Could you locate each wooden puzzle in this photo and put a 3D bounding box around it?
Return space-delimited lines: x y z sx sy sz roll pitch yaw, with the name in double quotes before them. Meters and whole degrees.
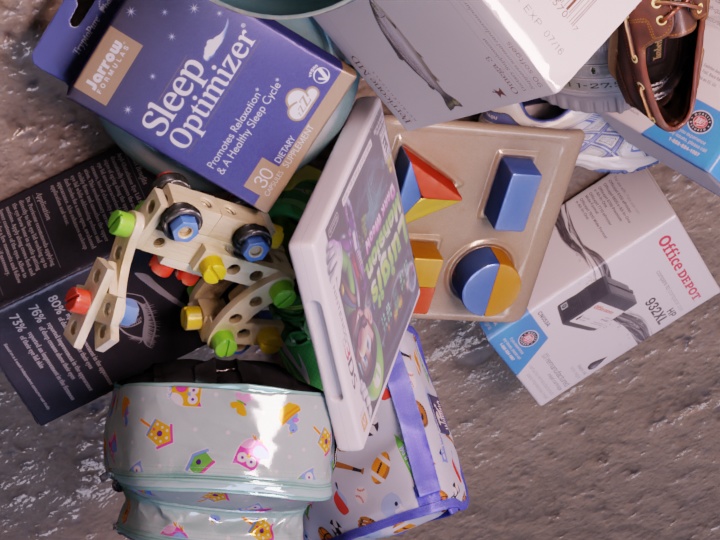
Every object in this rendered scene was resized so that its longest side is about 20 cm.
"wooden puzzle" 0.077 -0.032 1.635 0.199 0.046 0.186 0 123 -25

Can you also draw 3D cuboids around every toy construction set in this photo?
"toy construction set" -0.127 0.004 1.469 0.200 0.092 0.131 4 131 -48

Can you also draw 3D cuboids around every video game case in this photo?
"video game case" 0.000 0.000 1.494 0.023 0.200 0.182 -1 125 17

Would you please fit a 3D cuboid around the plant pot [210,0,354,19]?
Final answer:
"plant pot" -0.031 -0.267 1.331 0.200 0.200 0.135 -44 174 19

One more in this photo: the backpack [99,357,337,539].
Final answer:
"backpack" -0.103 0.137 1.503 0.175 0.154 0.200 6 167 -9

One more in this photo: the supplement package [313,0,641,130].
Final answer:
"supplement package" 0.079 -0.183 1.366 0.117 0.200 0.117 48 68 -15

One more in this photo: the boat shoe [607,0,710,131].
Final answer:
"boat shoe" 0.208 -0.181 1.380 0.070 0.070 0.200 -20 140 -7

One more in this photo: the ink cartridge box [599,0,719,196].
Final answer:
"ink cartridge box" 0.296 -0.171 1.596 0.200 0.146 0.084 -54 137 1

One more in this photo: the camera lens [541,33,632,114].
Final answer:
"camera lens" 0.171 -0.234 1.484 0.159 0.160 0.200 -23 141 -7

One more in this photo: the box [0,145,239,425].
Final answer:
"box" -0.199 0.004 1.571 0.199 0.104 0.148 -26 141 -4

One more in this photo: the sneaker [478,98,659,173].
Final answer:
"sneaker" 0.192 -0.130 1.680 0.199 0.075 0.088 -13 139 -20

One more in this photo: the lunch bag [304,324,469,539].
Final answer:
"lunch bag" 0.013 0.143 1.744 0.123 0.171 0.200 -13 169 -22

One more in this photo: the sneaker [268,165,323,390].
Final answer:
"sneaker" -0.050 0.019 1.583 0.074 0.084 0.201 1 117 20

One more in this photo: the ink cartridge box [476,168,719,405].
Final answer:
"ink cartridge box" 0.206 0.012 1.837 0.200 0.084 0.145 -33 141 6

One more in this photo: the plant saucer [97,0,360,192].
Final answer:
"plant saucer" -0.098 -0.145 1.452 0.199 0.027 0.201 -2 114 -4

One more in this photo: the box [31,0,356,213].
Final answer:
"box" -0.118 -0.140 1.421 0.200 0.032 0.121 30 106 -14
